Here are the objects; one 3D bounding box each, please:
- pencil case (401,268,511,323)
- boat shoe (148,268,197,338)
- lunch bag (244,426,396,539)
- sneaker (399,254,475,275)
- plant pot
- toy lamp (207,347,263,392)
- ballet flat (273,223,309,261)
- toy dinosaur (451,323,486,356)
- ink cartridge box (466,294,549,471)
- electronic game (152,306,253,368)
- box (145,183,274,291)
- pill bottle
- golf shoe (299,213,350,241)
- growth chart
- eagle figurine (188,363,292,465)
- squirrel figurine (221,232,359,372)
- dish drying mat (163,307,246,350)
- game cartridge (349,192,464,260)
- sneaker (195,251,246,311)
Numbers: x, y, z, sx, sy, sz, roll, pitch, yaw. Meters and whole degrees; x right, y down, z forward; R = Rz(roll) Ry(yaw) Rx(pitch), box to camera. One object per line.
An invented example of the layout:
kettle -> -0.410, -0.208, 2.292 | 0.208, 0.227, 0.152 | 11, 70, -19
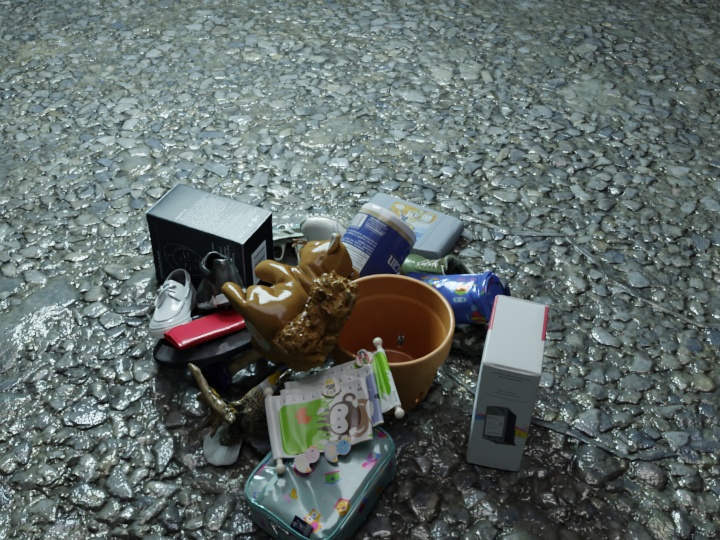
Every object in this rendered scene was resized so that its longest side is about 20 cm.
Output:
pencil case -> 0.143, 0.042, 1.449 | 0.197, 0.078, 0.089 | -1, 75, 34
boat shoe -> -0.306, 0.050, 1.443 | 0.070, 0.070, 0.200 | -10, 18, 8
lunch bag -> -0.057, 0.281, 1.194 | 0.159, 0.078, 0.200 | 28, 56, 23
sneaker -> 0.148, 0.004, 1.538 | 0.067, 0.091, 0.199 | -30, 48, -31
plant pot -> 0.041, 0.123, 1.355 | 0.195, 0.142, 0.202 | 1, 40, -1
toy lamp -> -0.152, 0.124, 1.418 | 0.198, 0.059, 0.058 | -28, 47, -29
ballet flat -> -0.133, -0.049, 1.632 | 0.196, 0.068, 0.065 | -6, 67, -7
toy dinosaur -> 0.179, 0.108, 1.453 | 0.196, 0.048, 0.089 | 6, 46, 12
ink cartridge box -> 0.210, 0.162, 1.264 | 0.084, 0.203, 0.149 | 9, 40, 9
electronic game -> -0.234, 0.106, 1.404 | 0.196, 0.042, 0.200 | -12, 17, 4
box -> -0.258, -0.041, 1.540 | 0.197, 0.151, 0.107 | 17, 41, 18
pill bottle -> 0.000, 0.000, 1.469 | 0.110, 0.111, 0.202 | 27, 79, 29
golf shoe -> -0.030, -0.024, 1.550 | 0.198, 0.079, 0.098 | 29, 56, 2
growth chart -> -0.038, 0.187, 1.198 | 0.197, 0.018, 0.146 | -22, 55, -5
eagle figurine -> -0.138, 0.197, 1.300 | 0.198, 0.149, 0.155 | 3, 73, -46
squirrel figurine -> -0.068, 0.041, 1.262 | 0.186, 0.143, 0.199 | -41, 40, -19
dish drying mat -> -0.200, 0.076, 1.361 | 0.197, 0.019, 0.076 | -18, 20, -28
game cartridge -> 0.084, -0.079, 1.681 | 0.197, 0.042, 0.133 | 20, 39, 22
sneaker -> -0.231, 0.015, 1.429 | 0.065, 0.092, 0.199 | -14, 1, -21
